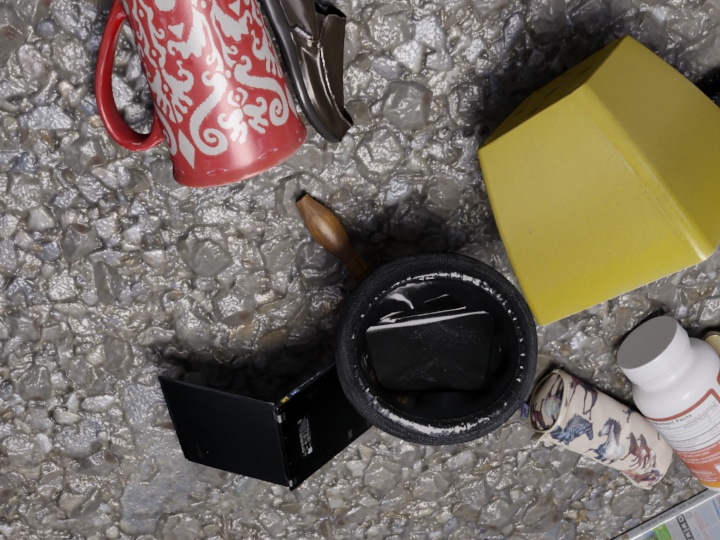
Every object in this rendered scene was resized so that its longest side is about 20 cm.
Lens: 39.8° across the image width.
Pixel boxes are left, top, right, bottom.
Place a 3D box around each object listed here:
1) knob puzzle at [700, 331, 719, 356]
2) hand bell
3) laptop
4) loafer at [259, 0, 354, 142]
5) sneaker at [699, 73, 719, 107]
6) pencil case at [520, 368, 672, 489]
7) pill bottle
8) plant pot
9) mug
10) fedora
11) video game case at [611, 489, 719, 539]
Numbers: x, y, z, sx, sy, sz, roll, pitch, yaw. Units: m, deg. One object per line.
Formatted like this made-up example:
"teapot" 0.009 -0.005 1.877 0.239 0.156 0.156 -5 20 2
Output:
"knob puzzle" 0.478 0.145 1.226 0.215 0.031 0.223 6 121 9
"hand bell" 0.000 0.000 1.049 0.104 0.104 0.201 -37 107 10
"laptop" -0.095 0.146 1.097 0.199 0.116 0.189 -35 150 -22
"loafer" -0.042 -0.213 0.922 0.070 0.073 0.202 -21 119 3
"sneaker" 0.358 -0.161 1.032 0.081 0.073 0.201 34 106 -23
"pencil case" 0.290 0.196 1.201 0.198 0.078 0.091 28 89 -23
"pill bottle" 0.392 0.154 1.168 0.112 0.112 0.200 -39 105 11
"plant pot" 0.230 -0.099 0.948 0.199 0.200 0.177 -27 103 45
"mug" -0.155 -0.186 0.878 0.175 0.134 0.203 -21 119 -9
"fedora" 0.070 0.075 0.980 0.197 0.092 0.205 0 89 -6
"video game case" 0.428 0.388 1.366 0.198 0.018 0.144 -29 120 4
